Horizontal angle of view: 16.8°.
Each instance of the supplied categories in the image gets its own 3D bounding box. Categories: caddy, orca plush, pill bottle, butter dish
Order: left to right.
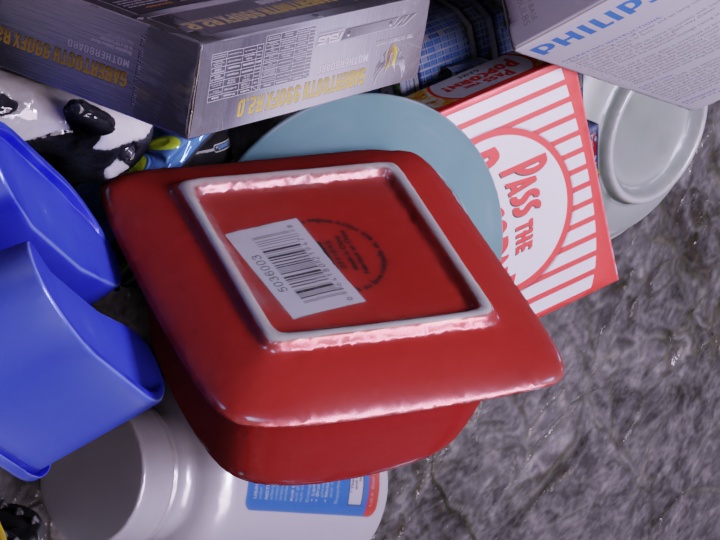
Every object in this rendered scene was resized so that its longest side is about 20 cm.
[{"bbox_3d":[-0.178,0.019,1.152,0.105,0.142,0.200,-27,155,6],"label":"caddy"},{"bbox_3d":[-0.182,-0.063,1.186,0.200,0.105,0.071,11,98,-65],"label":"orca plush"},{"bbox_3d":[-0.085,0.120,1.408,0.200,0.112,0.113,10,102,-51],"label":"pill bottle"},{"bbox_3d":[-0.028,0.044,1.266,0.199,0.200,0.148,-6,133,-27],"label":"butter dish"}]

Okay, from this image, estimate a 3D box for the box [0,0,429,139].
[{"bbox_3d":[-0.084,-0.125,1.212,0.200,0.158,0.048,-21,127,-54],"label":"box"}]

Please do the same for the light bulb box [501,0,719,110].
[{"bbox_3d":[0.168,-0.219,1.426,0.200,0.125,0.199,12,59,-50],"label":"light bulb box"}]

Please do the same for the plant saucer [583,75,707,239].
[{"bbox_3d":[0.183,-0.102,1.642,0.200,0.050,0.201,-25,127,-39],"label":"plant saucer"}]

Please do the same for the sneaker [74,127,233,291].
[{"bbox_3d":[-0.134,-0.010,1.313,0.200,0.071,0.083,-48,133,-24],"label":"sneaker"}]

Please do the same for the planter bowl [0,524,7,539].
[{"bbox_3d":[-0.259,0.099,1.186,0.084,0.200,0.201,-79,160,-47],"label":"planter bowl"}]

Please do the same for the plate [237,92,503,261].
[{"bbox_3d":[0.000,0.000,1.368,0.200,0.026,0.201,-9,109,-27],"label":"plate"}]

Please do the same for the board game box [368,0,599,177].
[{"bbox_3d":[0.056,-0.066,1.497,0.200,0.062,0.201,-24,125,-33],"label":"board game box"}]

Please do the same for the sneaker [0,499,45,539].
[{"bbox_3d":[-0.248,0.202,1.303,0.200,0.066,0.091,-26,126,-41],"label":"sneaker"}]

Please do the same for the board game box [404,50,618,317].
[{"bbox_3d":[0.047,-0.028,1.428,0.200,0.046,0.152,-25,117,-21],"label":"board game box"}]
